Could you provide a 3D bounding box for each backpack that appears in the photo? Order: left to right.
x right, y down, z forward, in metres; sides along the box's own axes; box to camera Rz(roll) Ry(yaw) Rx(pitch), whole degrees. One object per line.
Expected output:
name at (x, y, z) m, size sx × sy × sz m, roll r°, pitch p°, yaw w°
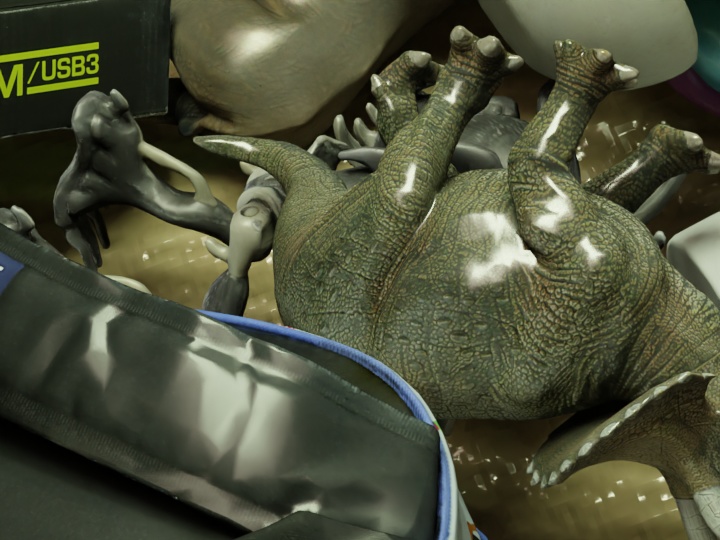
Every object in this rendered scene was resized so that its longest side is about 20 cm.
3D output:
backpack at (-0.060, 0.097, 0.645) m, size 0.190 × 0.154 × 0.201 m, roll 4°, pitch 59°, yaw 31°

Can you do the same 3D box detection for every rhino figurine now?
rhino figurine at (0.005, -0.110, 0.890) m, size 0.200 × 0.060 × 0.087 m, roll -43°, pitch 49°, yaw -19°

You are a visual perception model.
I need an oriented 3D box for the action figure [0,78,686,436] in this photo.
action figure at (0.000, 0.000, 0.778) m, size 0.199 × 0.102 × 0.119 m, roll 3°, pitch 50°, yaw 22°

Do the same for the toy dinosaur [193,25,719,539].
toy dinosaur at (0.024, -0.002, 0.664) m, size 0.199 × 0.077 × 0.103 m, roll 18°, pitch 78°, yaw 26°

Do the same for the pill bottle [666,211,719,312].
pill bottle at (0.188, -0.008, 0.713) m, size 0.199 × 0.116 × 0.116 m, roll -26°, pitch 49°, yaw -4°

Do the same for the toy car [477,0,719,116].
toy car at (0.106, -0.112, 0.793) m, size 0.175 × 0.150 × 0.200 m, roll -35°, pitch 34°, yaw -6°

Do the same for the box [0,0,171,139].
box at (-0.193, -0.070, 0.840) m, size 0.199 × 0.048 × 0.193 m, roll 14°, pitch 21°, yaw 40°
